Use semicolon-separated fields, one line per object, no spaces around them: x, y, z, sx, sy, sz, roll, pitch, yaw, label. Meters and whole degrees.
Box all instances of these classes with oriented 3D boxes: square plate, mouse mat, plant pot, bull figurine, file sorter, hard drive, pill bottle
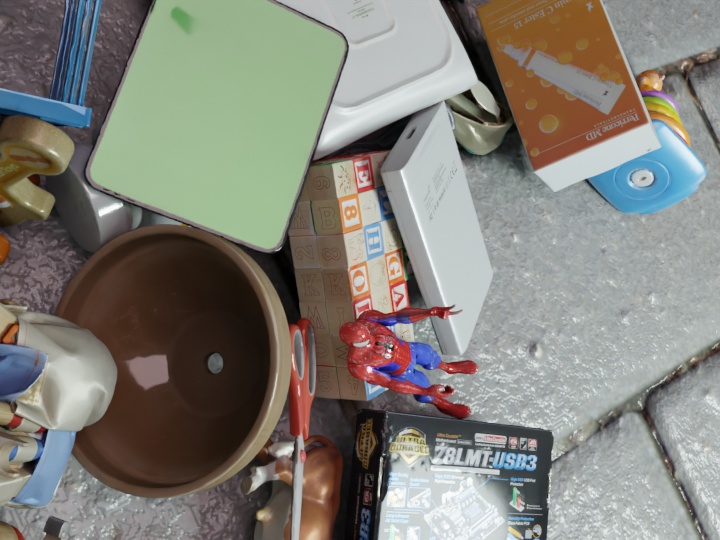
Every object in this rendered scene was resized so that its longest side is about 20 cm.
-0.007;-0.220;0.765;0.200;0.028;0.198;-29;95;-28;square plate
-0.106;-0.128;0.691;0.161;0.008;0.200;22;78;-17;mouse mat
-0.134;0.069;0.686;0.093;0.201;0.201;18;59;-68;plant pot
-0.064;0.227;0.710;0.121;0.065;0.200;27;58;-37;bull figurine
-0.268;-0.175;0.632;0.139;0.200;0.123;9;95;-26;file sorter
0.076;-0.040;0.823;0.132;0.027;0.200;-61;139;-47;hard drive
-0.150;-0.091;0.741;0.200;0.113;0.113;-29;90;-32;pill bottle

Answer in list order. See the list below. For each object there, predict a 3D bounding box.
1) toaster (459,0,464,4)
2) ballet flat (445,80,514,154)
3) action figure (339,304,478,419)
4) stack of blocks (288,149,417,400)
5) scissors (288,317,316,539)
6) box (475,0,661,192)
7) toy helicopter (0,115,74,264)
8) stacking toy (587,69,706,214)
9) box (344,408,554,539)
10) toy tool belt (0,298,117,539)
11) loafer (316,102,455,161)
0.082;-0.363;0.906;0.181;0.200;0.119;-13;85;-31;toaster
0.079;-0.200;0.930;0.200;0.069;0.069;34;61;-15;ballet flat
0.061;0.077;0.734;0.200;0.099;0.065;29;65;-50;action figure
0.000;0.000;0.779;0.115;0.059;0.200;-21;106;-54;stack of blocks
-0.046;0.135;0.704;0.014;0.073;0.200;-5;80;10;scissors
0.220;-0.205;0.946;0.097;0.124;0.200;18;53;-64;box
-0.269;-0.076;0.619;0.132;0.200;0.079;34;60;-35;toy helicopter
0.339;-0.173;1.057;0.110;0.116;0.200;39;45;-22;stacking toy
0.079;0.228;0.771;0.200;0.050;0.199;12;77;-34;box
-0.261;0.115;0.601;0.123;0.125;0.200;37;66;-60;toy tool belt
0.006;-0.110;0.874;0.200;0.063;0.072;-33;121;-27;loafer
